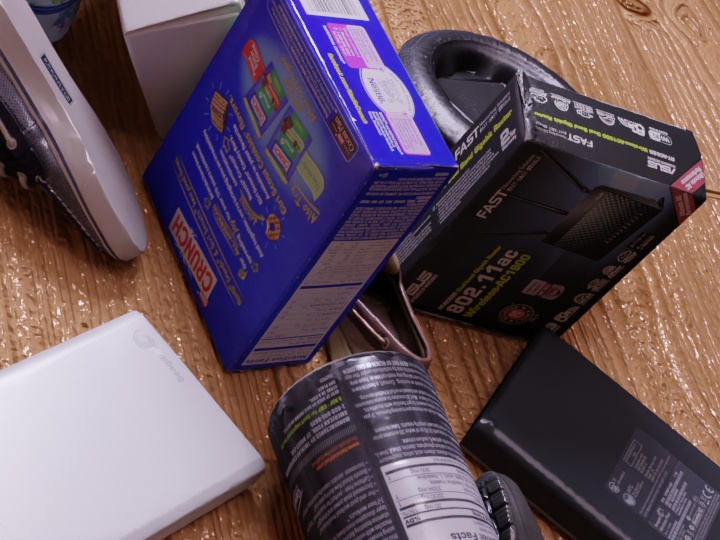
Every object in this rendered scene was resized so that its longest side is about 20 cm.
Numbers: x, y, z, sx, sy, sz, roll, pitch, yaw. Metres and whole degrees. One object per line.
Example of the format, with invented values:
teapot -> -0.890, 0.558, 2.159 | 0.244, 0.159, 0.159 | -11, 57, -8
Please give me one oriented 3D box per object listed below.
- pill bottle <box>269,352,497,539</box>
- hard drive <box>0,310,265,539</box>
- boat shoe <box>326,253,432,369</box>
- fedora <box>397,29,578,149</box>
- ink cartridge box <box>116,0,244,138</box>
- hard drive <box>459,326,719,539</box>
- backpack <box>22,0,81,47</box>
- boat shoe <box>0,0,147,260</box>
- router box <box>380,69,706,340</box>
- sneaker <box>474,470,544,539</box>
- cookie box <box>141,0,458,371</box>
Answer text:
pill bottle -> 0.023, 0.156, 1.068 | 0.105, 0.106, 0.201 | 4, 49, -34
hard drive -> -0.162, 0.107, 1.053 | 0.132, 0.026, 0.199 | 48, 40, 14
boat shoe -> 0.000, 0.000, 1.247 | 0.072, 0.072, 0.201 | 6, 48, -33
fedora -> 0.100, -0.094, 1.400 | 0.199, 0.092, 0.201 | 20, 34, -14
ink cartridge box -> -0.130, -0.216, 1.270 | 0.083, 0.146, 0.202 | -13, 64, -1
hard drive -> 0.176, 0.140, 1.273 | 0.200, 0.033, 0.140 | 39, 38, 2
backpack -> -0.252, -0.232, 1.251 | 0.162, 0.155, 0.200 | 11, 25, -35
boat shoe -> -0.220, -0.082, 1.174 | 0.201, 0.092, 0.075 | 62, 10, -9
router box -> 0.122, -0.037, 1.273 | 0.149, 0.200, 0.063 | 15, 49, -24
sneaker -> 0.104, 0.218, 1.121 | 0.090, 0.076, 0.201 | 18, 47, -38
cookie box -> -0.046, -0.063, 1.174 | 0.075, 0.200, 0.172 | 0, 52, -39
